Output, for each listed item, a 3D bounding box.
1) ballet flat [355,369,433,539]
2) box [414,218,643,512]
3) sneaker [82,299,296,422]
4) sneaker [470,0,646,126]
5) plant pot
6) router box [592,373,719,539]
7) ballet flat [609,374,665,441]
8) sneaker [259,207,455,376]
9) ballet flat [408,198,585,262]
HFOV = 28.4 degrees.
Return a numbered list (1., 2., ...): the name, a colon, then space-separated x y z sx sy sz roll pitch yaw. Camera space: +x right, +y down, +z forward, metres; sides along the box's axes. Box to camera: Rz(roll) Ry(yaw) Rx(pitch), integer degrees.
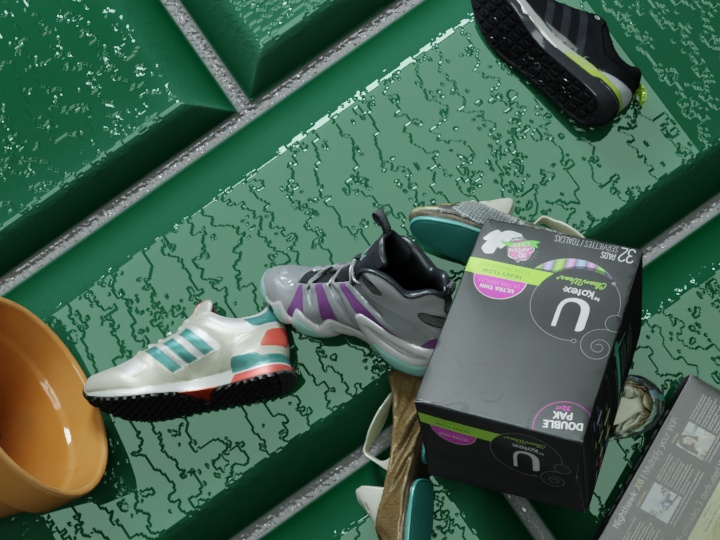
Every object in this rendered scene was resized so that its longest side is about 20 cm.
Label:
1. ballet flat: 0.035 0.182 1.304 0.072 0.068 0.201 5 82 25
2. box: 0.149 0.080 1.224 0.148 0.125 0.200 12 56 19
3. sneaker: -0.161 0.080 1.332 0.199 0.070 0.094 -9 64 5
4. sneaker: 0.188 -0.221 1.352 0.083 0.072 0.200 -38 82 -26
5. plant pot: -0.344 0.142 1.274 0.140 0.200 0.201 -31 81 15
6. router box: 0.315 0.218 1.280 0.157 0.052 0.200 30 86 8
7. ballet flat: 0.179 0.136 1.293 0.199 0.074 0.075 -18 82 2
8. sneaker: 0.000 0.000 1.273 0.199 0.140 0.078 19 42 19
9. ballet flat: 0.145 -0.029 1.326 0.200 0.072 0.072 22 84 6
